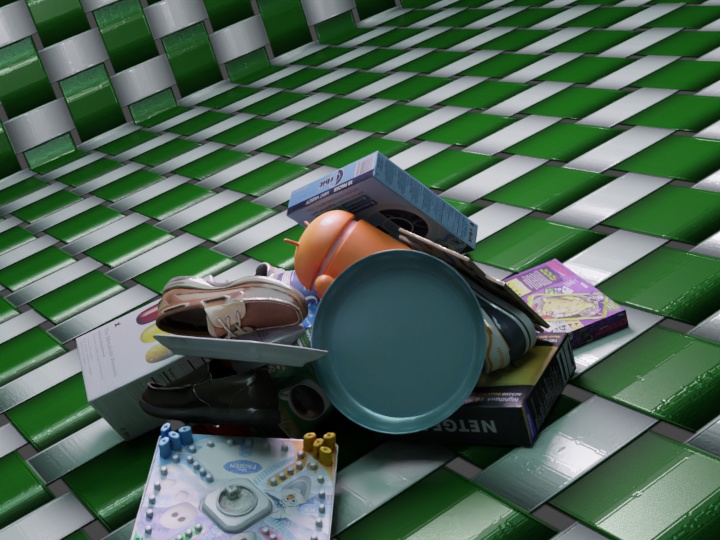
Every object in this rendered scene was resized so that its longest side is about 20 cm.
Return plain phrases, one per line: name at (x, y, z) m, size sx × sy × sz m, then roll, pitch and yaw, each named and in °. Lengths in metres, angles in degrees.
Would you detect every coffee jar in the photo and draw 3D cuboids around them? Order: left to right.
coffee jar at (-0.055, 0.126, 1.324) m, size 0.200 × 0.104 × 0.085 m, roll -39°, pitch 22°, yaw 1°

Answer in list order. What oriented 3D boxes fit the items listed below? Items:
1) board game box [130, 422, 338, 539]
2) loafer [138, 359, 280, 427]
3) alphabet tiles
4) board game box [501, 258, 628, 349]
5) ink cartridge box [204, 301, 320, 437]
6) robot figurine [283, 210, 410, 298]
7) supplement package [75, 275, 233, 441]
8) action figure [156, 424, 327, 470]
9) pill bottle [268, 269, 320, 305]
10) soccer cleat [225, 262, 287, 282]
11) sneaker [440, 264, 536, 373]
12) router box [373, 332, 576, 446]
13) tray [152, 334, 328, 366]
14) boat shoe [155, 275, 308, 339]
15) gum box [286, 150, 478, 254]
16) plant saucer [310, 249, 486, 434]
board game box at (-0.127, 0.236, 1.159) m, size 0.198 × 0.026 × 0.201 m, roll 3°, pitch 35°, yaw 2°
loafer at (-0.166, 0.137, 1.272) m, size 0.199 × 0.072 × 0.073 m, roll -1°, pitch -12°, yaw 34°
alphabet tiles at (0.131, 0.012, 1.331) m, size 0.006 × 0.166 × 0.200 m, roll -54°, pitch 38°, yaw -6°
board game box at (0.243, 0.047, 1.445) m, size 0.119 × 0.032 × 0.200 m, roll -25°, pitch 23°, yaw -6°
ink cartridge box at (-0.114, 0.133, 1.396) m, size 0.199 × 0.117 × 0.067 m, roll -21°, pitch 22°, yaw -9°
robot figurine at (0.000, 0.000, 1.433) m, size 0.144 × 0.199 × 0.117 m, roll -57°, pitch -6°, yaw -20°
supplement package at (-0.251, 0.114, 1.474) m, size 0.199 × 0.110 × 0.114 m, roll -26°, pitch 50°, yaw 1°
action figure at (-0.134, 0.231, 1.271) m, size 0.199 × 0.100 × 0.065 m, roll 10°, pitch 24°, yaw 7°
pill bottle at (-0.025, 0.041, 1.552) m, size 0.199 × 0.112 × 0.111 m, roll -14°, pitch 22°, yaw 11°
soccer cleat at (-0.116, 0.024, 1.673) m, size 0.199 × 0.086 × 0.068 m, roll -19°, pitch 18°, yaw -35°
sneaker at (0.101, 0.050, 1.292) m, size 0.079 × 0.079 × 0.199 m, roll -34°, pitch 43°, yaw -30°
router box at (0.128, 0.133, 1.296) m, size 0.199 × 0.053 × 0.157 m, roll -4°, pitch 26°, yaw 32°
tray at (-0.139, 0.091, 1.265) m, size 0.107 × 0.022 × 0.199 m, roll 10°, pitch -7°, yaw -42°
boat shoe at (-0.158, 0.055, 1.367) m, size 0.199 × 0.076 × 0.072 m, roll -1°, pitch 42°, yaw 23°
gum box at (0.030, -0.068, 1.519) m, size 0.169 × 0.200 × 0.045 m, roll -21°, pitch 47°, yaw 42°
plant saucer at (0.043, 0.078, 1.239) m, size 0.199 × 0.202 × 0.027 m, roll -11°, pitch -11°, yaw 17°
